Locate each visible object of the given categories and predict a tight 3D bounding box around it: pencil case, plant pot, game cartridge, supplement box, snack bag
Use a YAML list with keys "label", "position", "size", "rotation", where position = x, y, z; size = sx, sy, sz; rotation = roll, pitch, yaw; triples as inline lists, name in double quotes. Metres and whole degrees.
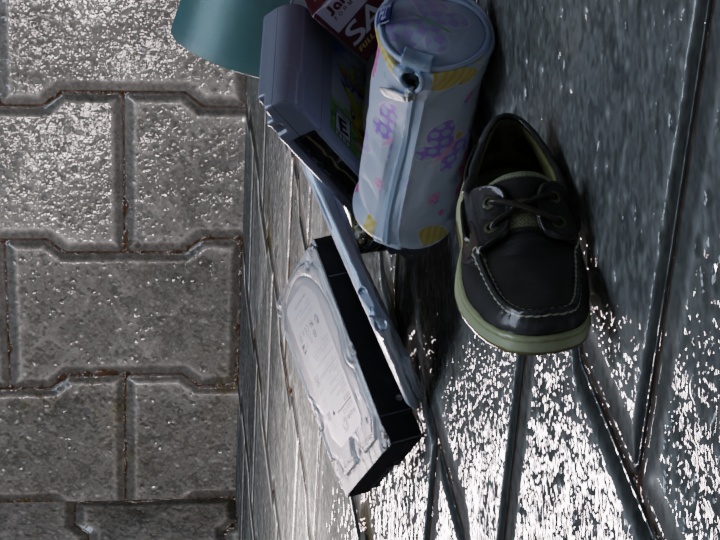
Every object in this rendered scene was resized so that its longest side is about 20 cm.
- label: "pencil case"
  position: [0.042, -0.104, 1.311]
  size: [0.200, 0.083, 0.091]
  rotation: [98, 179, -52]
- label: "plant pot"
  position: [-0.074, -0.292, 1.827]
  size: [0.201, 0.199, 0.162]
  rotation: [-106, 29, -65]
- label: "game cartridge"
  position: [-0.009, -0.114, 1.463]
  size: [0.200, 0.040, 0.134]
  rotation: [45, -152, -38]
- label: "supplement box"
  position: [0.006, -0.249, 1.491]
  size: [0.109, 0.061, 0.200]
  rotation: [-48, 19, 12]
- label: "snack bag"
  position: [0.000, 0.000, 1.498]
  size: [0.200, 0.021, 0.189]
  rotation: [67, 180, -66]

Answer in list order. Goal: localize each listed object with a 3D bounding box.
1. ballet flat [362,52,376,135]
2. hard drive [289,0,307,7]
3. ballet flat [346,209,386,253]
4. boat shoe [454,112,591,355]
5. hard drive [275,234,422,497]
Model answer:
- label: "ballet flat"
  position: [0.038, -0.145, 1.455]
  size: [0.070, 0.069, 0.201]
  rotation: [100, 168, -54]
- label: "hard drive"
  position: [-0.038, -0.172, 1.656]
  size: [0.200, 0.027, 0.133]
  rotation: [-50, -42, -84]
- label: "ballet flat"
  position: [0.009, -0.097, 1.609]
  size: [0.074, 0.074, 0.201]
  rotation: [-102, 10, -58]
- label: "boat shoe"
  position: [0.086, -0.025, 1.027]
  size: [0.201, 0.071, 0.066]
  rotation: [-95, 2, -61]
- label: "hard drive"
  position: [-0.015, 0.086, 1.647]
  size: [0.201, 0.038, 0.140]
  rotation: [69, 155, 18]
